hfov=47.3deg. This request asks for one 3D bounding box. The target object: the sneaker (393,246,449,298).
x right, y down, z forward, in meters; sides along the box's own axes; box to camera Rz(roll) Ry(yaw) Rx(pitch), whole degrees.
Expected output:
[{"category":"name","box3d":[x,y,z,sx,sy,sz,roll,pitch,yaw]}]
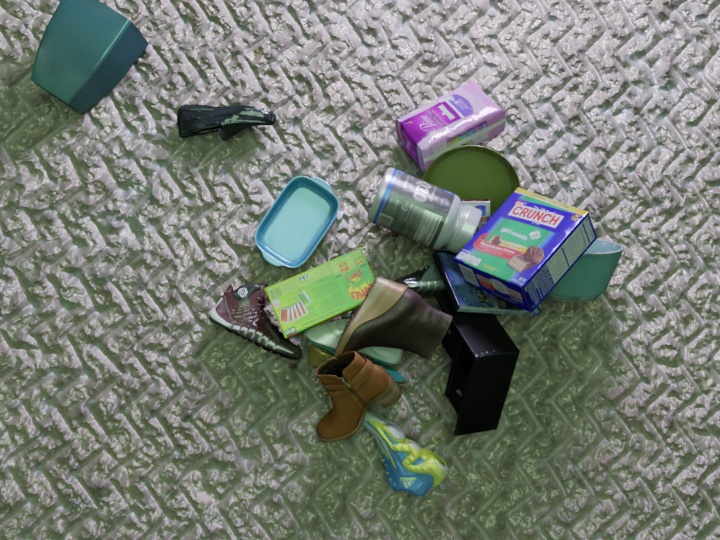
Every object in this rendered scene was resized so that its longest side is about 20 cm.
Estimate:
[{"category":"sneaker","box3d":[0.144,-0.009,1.640,0.199,0.075,0.116,-3,72,-26]}]

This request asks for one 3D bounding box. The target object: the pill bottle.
[{"category":"pill bottle","box3d":[0.124,-0.110,1.581,0.199,0.114,0.114,23,80,0]}]

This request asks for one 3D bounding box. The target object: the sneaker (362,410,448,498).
[{"category":"sneaker","box3d":[0.064,0.361,1.582,0.200,0.076,0.105,35,92,12]}]

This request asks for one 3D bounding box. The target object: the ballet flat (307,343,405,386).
[{"category":"ballet flat","box3d":[-0.011,0.197,1.616,0.199,0.069,0.063,25,107,3]}]

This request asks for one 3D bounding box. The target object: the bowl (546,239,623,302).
[{"category":"bowl","box3d":[0.411,-0.001,1.619,0.200,0.201,0.105,-1,102,-4]}]

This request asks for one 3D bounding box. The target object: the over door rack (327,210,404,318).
[{"category":"over door rack","box3d":[0.000,0.000,1.635,0.147,0.067,0.201,15,81,-1]}]

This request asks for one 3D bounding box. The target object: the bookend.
[{"category":"bookend","box3d":[0.204,0.173,1.591,0.092,0.199,0.200,-5,37,-18]}]

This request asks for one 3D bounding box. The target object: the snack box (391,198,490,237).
[{"category":"snack box","box3d":[0.160,-0.105,1.651,0.199,0.024,0.072,-1,108,8]}]

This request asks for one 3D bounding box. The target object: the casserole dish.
[{"category":"casserole dish","box3d":[-0.127,-0.095,1.655,0.121,0.039,0.200,33,81,1]}]

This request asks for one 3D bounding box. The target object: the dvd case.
[{"category":"dvd case","box3d":[0.245,0.025,1.598,0.199,0.018,0.143,5,47,-29]}]

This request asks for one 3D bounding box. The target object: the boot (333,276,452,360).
[{"category":"boot","box3d":[0.056,0.127,1.528,0.166,0.072,0.200,31,101,-4]}]

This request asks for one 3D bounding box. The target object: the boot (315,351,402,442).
[{"category":"boot","box3d":[-0.037,0.235,1.534,0.200,0.155,0.077,-31,43,20]}]

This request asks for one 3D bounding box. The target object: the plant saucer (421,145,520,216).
[{"category":"plant saucer","box3d":[0.220,-0.160,1.649,0.199,0.031,0.201,3,119,6]}]

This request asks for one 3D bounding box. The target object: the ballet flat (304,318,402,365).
[{"category":"ballet flat","box3d":[-0.007,0.128,1.600,0.199,0.069,0.070,17,80,-14]}]

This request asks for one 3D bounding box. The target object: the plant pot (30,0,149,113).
[{"category":"plant pot","box3d":[-0.546,-0.424,1.628,0.141,0.141,0.200,31,88,1]}]

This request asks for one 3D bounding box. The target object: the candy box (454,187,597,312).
[{"category":"candy box","box3d":[0.302,-0.042,1.507,0.200,0.077,0.169,-45,43,-18]}]

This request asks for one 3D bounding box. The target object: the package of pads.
[{"category":"package of pads","box3d":[0.181,-0.296,1.671,0.200,0.076,0.121,-28,50,-8]}]

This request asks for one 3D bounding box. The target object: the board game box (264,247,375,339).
[{"category":"board game box","box3d":[-0.071,0.044,1.567,0.199,0.048,0.102,-23,84,-6]}]

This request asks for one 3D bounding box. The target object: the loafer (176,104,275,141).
[{"category":"loafer","box3d":[-0.271,-0.297,1.663,0.200,0.068,0.071,0,89,1]}]

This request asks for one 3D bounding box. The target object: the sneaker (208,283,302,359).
[{"category":"sneaker","box3d":[-0.187,0.088,1.606,0.199,0.076,0.116,26,77,1]}]
